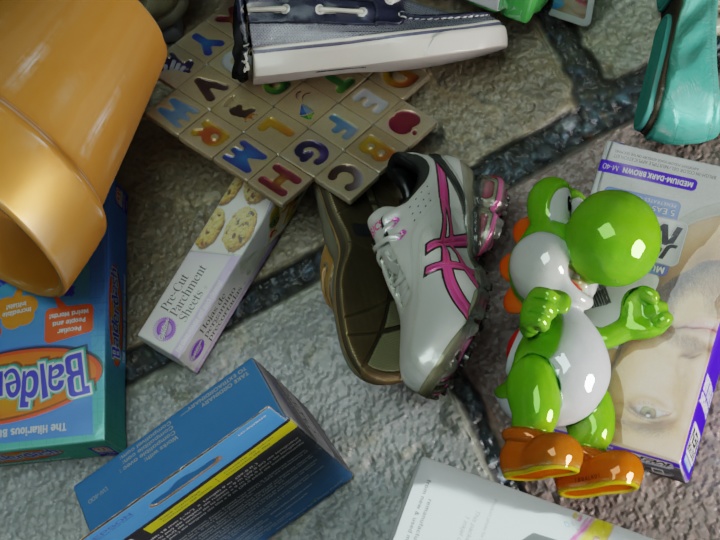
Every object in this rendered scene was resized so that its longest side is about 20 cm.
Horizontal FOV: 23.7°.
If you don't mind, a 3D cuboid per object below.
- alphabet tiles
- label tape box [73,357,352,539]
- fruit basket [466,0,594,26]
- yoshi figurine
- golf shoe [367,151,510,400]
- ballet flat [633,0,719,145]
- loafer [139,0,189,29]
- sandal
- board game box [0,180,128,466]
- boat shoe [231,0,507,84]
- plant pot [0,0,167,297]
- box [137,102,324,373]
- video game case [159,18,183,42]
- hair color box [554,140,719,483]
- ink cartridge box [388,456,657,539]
[{"bbox_3d":[-0.051,-0.126,1.238,0.199,0.006,0.166,33,57,23],"label":"alphabet tiles"},{"bbox_3d":[-0.100,0.127,1.097,0.144,0.200,0.064,-35,66,0],"label":"label tape box"},{"bbox_3d":[0.088,-0.278,1.188,0.184,0.201,0.094,24,51,20],"label":"fruit basket"},{"bbox_3d":[0.141,0.031,1.057,0.111,0.113,0.202,1,69,1],"label":"yoshi figurine"},{"bbox_3d":[0.041,0.001,1.132,0.091,0.073,0.201,21,43,-8],"label":"golf shoe"},{"bbox_3d":[0.237,-0.177,1.196,0.070,0.067,0.202,13,74,-7],"label":"ballet flat"},{"bbox_3d":[-0.230,-0.208,1.296,0.198,0.068,0.076,-12,69,11],"label":"loafer"},{"bbox_3d":[0.000,0.000,1.189,0.054,0.080,0.201,-52,40,40],"label":"sandal"},{"bbox_3d":[-0.246,0.039,1.251,0.150,0.045,0.202,-7,70,12],"label":"board game box"},{"bbox_3d":[0.003,-0.189,1.217,0.198,0.075,0.094,-6,90,-6],"label":"boat shoe"},{"bbox_3d":[-0.233,-0.115,1.178,0.199,0.201,0.184,26,70,21],"label":"plant pot"},{"bbox_3d":[-0.087,-0.024,1.233,0.041,0.039,0.201,28,80,22],"label":"box"},{"bbox_3d":[-0.232,-0.259,1.363,0.180,0.022,0.202,-9,69,11],"label":"video game case"},{"bbox_3d":[0.188,0.026,1.131,0.108,0.065,0.202,14,77,19],"label":"hair color box"},{"bbox_3d":[0.125,0.194,1.043,0.198,0.148,0.086,17,77,18],"label":"ink cartridge box"}]
